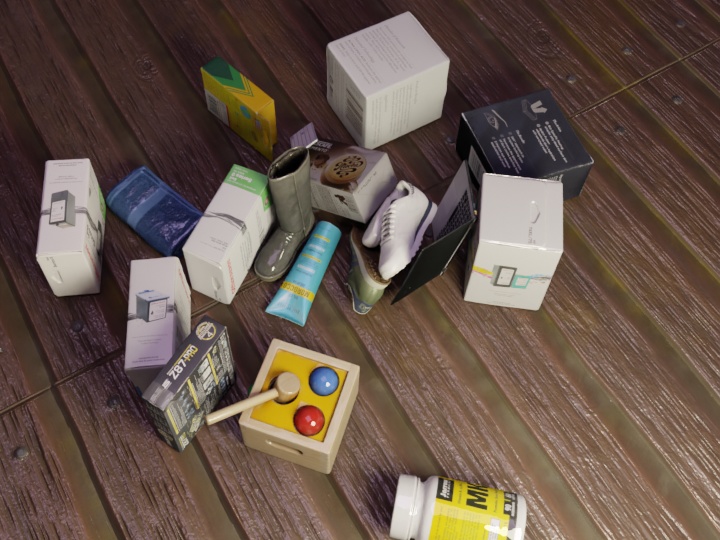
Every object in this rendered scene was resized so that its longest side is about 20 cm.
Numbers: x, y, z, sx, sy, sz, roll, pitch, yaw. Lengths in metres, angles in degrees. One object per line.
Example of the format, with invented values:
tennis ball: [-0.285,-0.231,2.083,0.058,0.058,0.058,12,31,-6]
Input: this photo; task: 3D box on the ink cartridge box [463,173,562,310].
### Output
ink cartridge box: [0.270,-0.049,1.487,0.143,0.201,0.149,7,58,2]

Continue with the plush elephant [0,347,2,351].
plush elephant: [-0.716,0.078,1.403,0.197,0.156,0.166,20,61,10]

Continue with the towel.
towel: [-0.389,-0.111,1.589,0.199,0.049,0.112,39,66,18]

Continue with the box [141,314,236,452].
box: [-0.267,0.186,1.331,0.049,0.201,0.162,27,63,12]

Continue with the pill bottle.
pill bottle: [0.147,0.382,1.279,0.196,0.115,0.116,11,59,4]

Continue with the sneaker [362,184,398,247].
sneaker: [0.071,-0.091,1.554,0.088,0.075,0.201,38,39,-1]

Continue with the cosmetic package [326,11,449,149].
cosmetic package: [0.053,-0.384,1.697,0.198,0.166,0.166,-26,63,-17]

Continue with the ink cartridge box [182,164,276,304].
ink cartridge box: [-0.234,-0.065,1.509,0.083,0.147,0.202,21,60,10]

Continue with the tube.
tube: [-0.098,0.004,1.537,0.076,0.051,0.202,18,65,17]

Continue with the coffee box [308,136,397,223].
coffee box: [-0.044,-0.176,1.580,0.198,0.080,0.113,20,59,37]

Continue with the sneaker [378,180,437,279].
sneaker: [0.065,-0.070,1.460,0.080,0.076,0.202,43,46,-20]

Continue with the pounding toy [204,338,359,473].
pounding toy: [-0.121,0.217,1.350,0.196,0.143,0.186,17,60,8]

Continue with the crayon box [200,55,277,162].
crayon box: [-0.232,-0.323,1.674,0.199,0.128,0.051,41,66,19]

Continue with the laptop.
laptop: [0.122,-0.067,1.488,0.114,0.188,0.203,4,58,-15]

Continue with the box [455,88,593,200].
box: [0.318,-0.227,1.641,0.197,0.118,0.199,-17,61,-10]

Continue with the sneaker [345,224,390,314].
sneaker: [0.000,0.000,1.523,0.066,0.091,0.201,19,27,-20]

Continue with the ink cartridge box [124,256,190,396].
ink cartridge box: [-0.338,0.101,1.408,0.084,0.147,0.203,-6,59,-3]

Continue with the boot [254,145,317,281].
boot: [-0.140,-0.100,1.501,0.072,0.201,0.183,26,61,14]

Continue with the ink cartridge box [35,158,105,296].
ink cartridge box: [-0.520,-0.076,1.507,0.082,0.146,0.203,-4,60,-6]

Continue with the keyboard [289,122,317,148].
keyboard: [-0.112,-0.257,1.624,0.056,0.200,0.011,-40,109,8]
